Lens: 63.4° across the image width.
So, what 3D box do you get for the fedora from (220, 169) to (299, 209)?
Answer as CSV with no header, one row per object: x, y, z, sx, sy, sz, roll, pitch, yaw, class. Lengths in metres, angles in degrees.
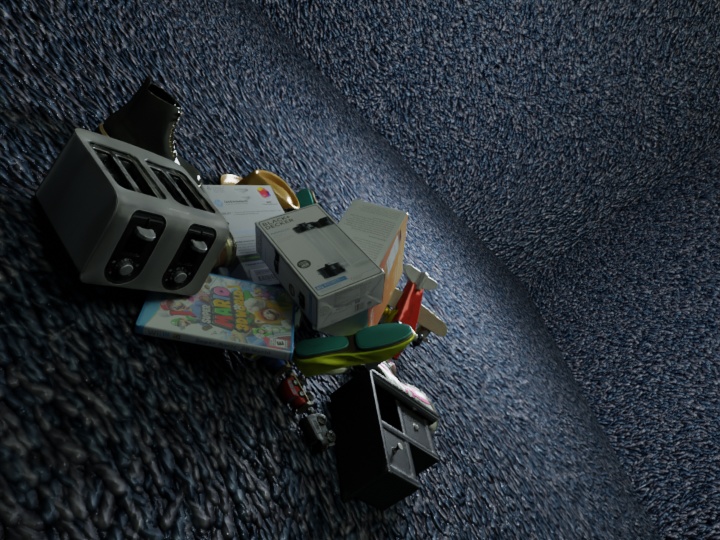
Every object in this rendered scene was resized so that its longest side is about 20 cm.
-0.189,-0.144,1.190,0.200,0.082,0.201,39,20,-18,fedora

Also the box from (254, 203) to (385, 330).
-0.066,-0.013,0.873,0.116,0.060,0.200,-20,46,-25,box

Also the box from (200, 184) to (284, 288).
-0.172,-0.054,0.979,0.155,0.041,0.201,-11,66,-52,box

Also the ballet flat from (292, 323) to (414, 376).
-0.009,0.133,0.939,0.067,0.199,0.067,-99,179,-62,ballet flat

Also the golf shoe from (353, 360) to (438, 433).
0.061,0.239,1.101,0.200,0.073,0.092,45,24,13,golf shoe

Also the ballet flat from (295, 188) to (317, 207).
-0.110,-0.119,1.379,0.075,0.068,0.201,56,10,-39,ballet flat

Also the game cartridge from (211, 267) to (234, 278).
-0.196,0.017,0.975,0.200,0.040,0.134,36,28,-36,game cartridge

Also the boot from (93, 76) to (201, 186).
-0.315,-0.216,0.971,0.200,0.138,0.078,25,31,-52,boot

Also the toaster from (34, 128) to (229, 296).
-0.292,-0.073,0.751,0.200,0.119,0.180,47,17,29,toaster

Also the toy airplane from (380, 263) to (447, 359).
0.094,0.087,1.337,0.198,0.141,0.201,-18,82,-36,toy airplane

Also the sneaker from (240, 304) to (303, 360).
-0.145,0.062,0.895,0.084,0.075,0.200,24,23,14,sneaker

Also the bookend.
0.057,0.295,0.947,0.198,0.092,0.201,39,23,-31,bookend

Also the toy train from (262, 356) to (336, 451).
-0.101,0.184,0.888,0.046,0.034,0.201,-2,54,-54,toy train

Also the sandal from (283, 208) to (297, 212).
-0.124,-0.092,1.125,0.199,0.045,0.075,30,25,-36,sandal

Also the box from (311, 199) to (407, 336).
0.000,0.000,1.022,0.106,0.153,0.200,16,45,14,box

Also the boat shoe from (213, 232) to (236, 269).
-0.272,-0.073,0.888,0.200,0.076,0.074,41,43,25,boat shoe

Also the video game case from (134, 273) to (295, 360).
-0.189,0.054,0.799,0.199,0.018,0.143,12,32,-12,video game case
